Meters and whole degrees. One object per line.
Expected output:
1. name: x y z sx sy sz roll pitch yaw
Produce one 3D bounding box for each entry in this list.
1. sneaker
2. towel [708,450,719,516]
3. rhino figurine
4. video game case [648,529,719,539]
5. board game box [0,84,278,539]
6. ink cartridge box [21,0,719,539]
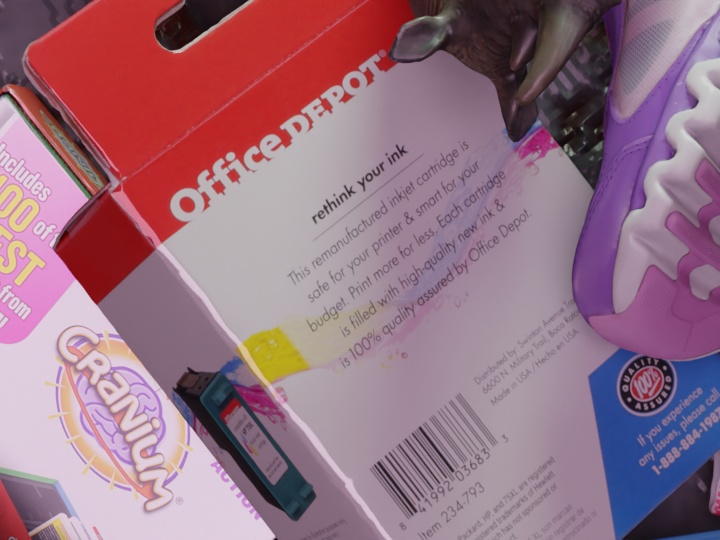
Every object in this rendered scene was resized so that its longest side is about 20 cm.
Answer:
1. sneaker: 0.094 -0.072 0.749 0.088 0.080 0.201 10 73 36
2. towel: 0.208 0.015 0.787 0.199 0.030 0.147 8 94 1
3. rhino figurine: 0.044 -0.104 0.717 0.060 0.201 0.087 35 123 -26
4. video game case: 0.090 0.168 0.736 0.142 0.018 0.201 -11 61 20
5. board game box: -0.127 0.068 0.794 0.200 0.040 0.153 -39 91 3
6. ink cartridge box: 0.000 0.000 0.753 0.116 0.067 0.200 -38 91 -25
